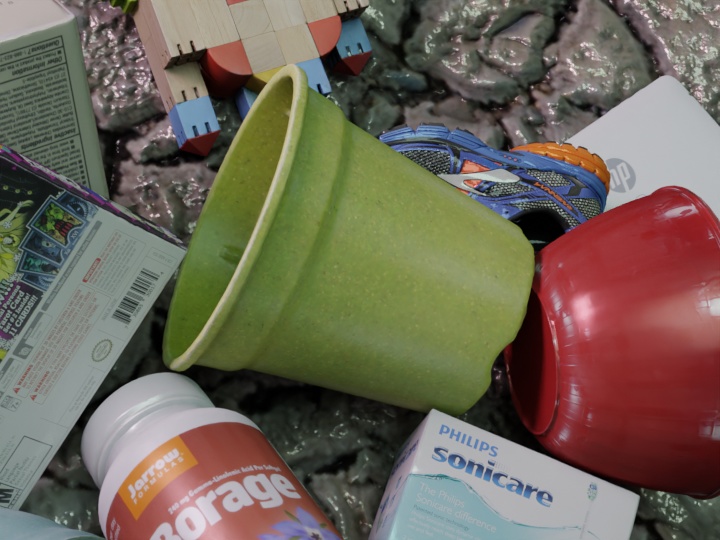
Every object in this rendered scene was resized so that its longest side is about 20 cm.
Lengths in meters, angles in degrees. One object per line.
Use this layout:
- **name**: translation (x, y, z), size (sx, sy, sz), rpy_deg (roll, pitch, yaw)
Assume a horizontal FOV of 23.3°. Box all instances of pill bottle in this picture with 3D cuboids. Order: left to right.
- **pill bottle**: translation (-0.081, 0.152, 1.000), size (0.112, 0.112, 0.200), rpy_deg (-22, 47, -23)

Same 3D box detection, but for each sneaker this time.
- **sneaker**: translation (0.074, -0.047, 1.175), size (0.199, 0.075, 0.079), rpy_deg (3, 58, -5)

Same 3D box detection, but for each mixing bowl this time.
- **mixing bowl**: translation (0.156, 0.049, 1.098), size (0.108, 0.200, 0.201), rpy_deg (-5, 68, -15)

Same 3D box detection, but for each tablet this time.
- **tablet**: translation (0.197, -0.050, 1.257), size (0.200, 0.014, 0.130), rpy_deg (-34, 79, -26)

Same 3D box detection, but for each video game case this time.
- **video game case**: translation (-0.220, 0.031, 0.982), size (0.181, 0.036, 0.200), rpy_deg (28, 98, -40)

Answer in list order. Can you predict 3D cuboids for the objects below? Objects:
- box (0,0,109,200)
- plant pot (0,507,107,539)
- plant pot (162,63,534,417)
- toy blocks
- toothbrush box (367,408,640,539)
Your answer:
- **box**: translation (-0.226, -0.060, 1.024), size (0.128, 0.201, 0.109), rpy_deg (-21, 36, -23)
- **plant pot**: translation (-0.233, 0.209, 0.933), size (0.134, 0.201, 0.200), rpy_deg (21, 59, 24)
- **plant pot**: translation (0.000, 0.000, 1.087), size (0.184, 0.200, 0.201), rpy_deg (22, 62, -14)
- **toy blocks**: translation (-0.069, -0.162, 1.197), size (0.199, 0.100, 0.137), rpy_deg (-18, 84, -22)
- **toothbrush box**: translation (0.069, 0.208, 1.064), size (0.146, 0.085, 0.200), rpy_deg (22, 63, -5)
